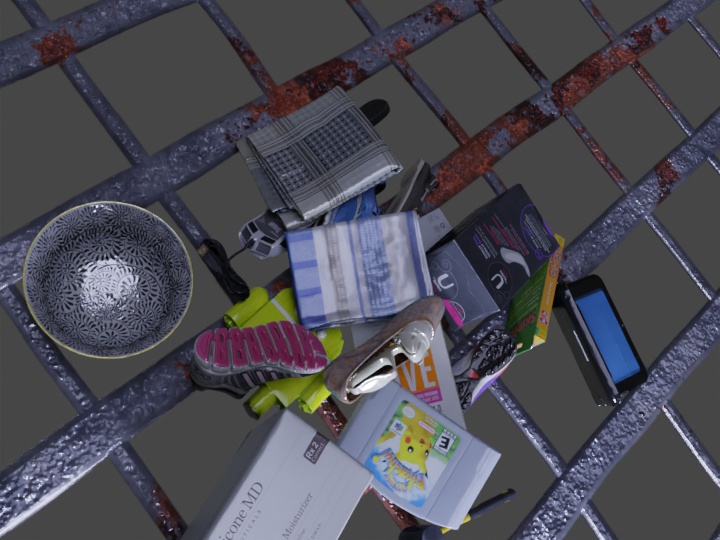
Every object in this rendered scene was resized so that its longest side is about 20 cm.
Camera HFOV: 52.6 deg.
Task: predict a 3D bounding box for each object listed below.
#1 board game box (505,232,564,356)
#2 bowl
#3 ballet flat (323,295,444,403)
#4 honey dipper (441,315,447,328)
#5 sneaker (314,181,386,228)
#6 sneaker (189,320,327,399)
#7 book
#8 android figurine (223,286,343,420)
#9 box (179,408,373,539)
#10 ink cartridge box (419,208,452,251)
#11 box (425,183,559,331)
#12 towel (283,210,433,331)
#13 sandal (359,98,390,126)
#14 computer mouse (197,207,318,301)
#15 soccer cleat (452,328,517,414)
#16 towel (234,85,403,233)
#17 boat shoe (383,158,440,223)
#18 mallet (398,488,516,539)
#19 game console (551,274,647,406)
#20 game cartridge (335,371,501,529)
[{"bbox_3d":[0.270,0.046,1.150,0.030,0.096,0.203,27,63,-11],"label":"board game box"},{"bbox_3d":[-0.317,0.024,0.924,0.197,0.094,0.205,7,68,-18],"label":"bowl"},{"bbox_3d":[0.044,0.111,0.970,0.199,0.067,0.069,-37,127,-6],"label":"ballet flat"},{"bbox_3d":[0.136,0.059,1.126,0.038,0.038,0.201,35,60,-6],"label":"honey dipper"},{"bbox_3d":[-0.012,-0.079,1.096,0.088,0.079,0.202,28,62,-6],"label":"sneaker"},{"bbox_3d":[-0.135,0.119,0.939,0.197,0.088,0.075,2,53,-40],"label":"sneaker"},{"bbox_3d":[0.067,0.158,1.033,0.131,0.048,0.204,-15,73,6],"label":"book"},{"bbox_3d":[-0.103,0.105,1.011,0.200,0.041,0.183,-41,88,-27],"label":"android figurine"},{"bbox_3d":[-0.112,0.292,0.843,0.130,0.200,0.200,36,62,-5],"label":"box"},{"bbox_3d":[0.071,-0.012,1.126,0.198,0.039,0.100,-28,83,-30],"label":"ink cartridge box"},{"bbox_3d":[0.190,-0.022,1.095,0.199,0.106,0.123,-37,94,-40],"label":"box"},{"bbox_3d":[0.000,0.000,1.015,0.196,0.024,0.150,-9,82,-8],"label":"towel"},{"bbox_3d":[-0.026,-0.198,1.143,0.199,0.075,0.046,-39,130,-20],"label":"sandal"},{"bbox_3d":[-0.133,-0.043,1.047,0.109,0.044,0.199,38,57,25],"label":"computer mouse"},{"bbox_3d":[0.152,0.169,1.078,0.199,0.073,0.068,-41,71,-11],"label":"soccer cleat"},{"bbox_3d":[-0.068,-0.170,1.069,0.198,0.035,0.194,-30,63,-8],"label":"towel"},{"bbox_3d":[0.083,-0.105,1.126,0.057,0.067,0.201,39,39,-11],"label":"boat shoe"},{"bbox_3d":[0.146,0.342,1.004,0.197,0.066,0.042,-15,79,-26],"label":"mallet"},{"bbox_3d":[0.394,0.102,1.172,0.115,0.176,0.203,-24,78,1],"label":"game console"},{"bbox_3d":[0.070,0.244,0.972,0.198,0.040,0.135,31,88,18],"label":"game cartridge"}]
